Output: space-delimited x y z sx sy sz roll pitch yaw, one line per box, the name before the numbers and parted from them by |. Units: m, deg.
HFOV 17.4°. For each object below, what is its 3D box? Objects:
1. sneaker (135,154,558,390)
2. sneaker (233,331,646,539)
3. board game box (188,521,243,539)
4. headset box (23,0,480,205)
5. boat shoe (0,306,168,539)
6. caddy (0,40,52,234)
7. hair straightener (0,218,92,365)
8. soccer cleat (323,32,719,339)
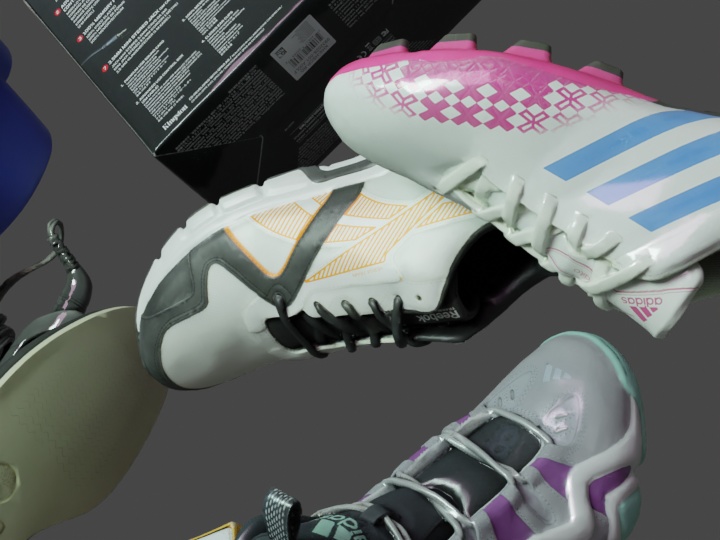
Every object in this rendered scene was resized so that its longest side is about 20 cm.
sneaker | 0.000 0.000 0.895 0.200 0.074 0.080 -29 53 18
sneaker | 0.014 0.090 0.783 0.078 0.140 0.200 19 76 41
board game box | -0.114 0.198 0.876 0.200 0.040 0.153 -22 53 23
headset box | -0.062 -0.135 1.017 0.149 0.075 0.200 -45 48 3
boat shoe | -0.153 0.084 0.925 0.063 0.074 0.201 6 46 46
caddy | -0.240 -0.057 1.072 0.200 0.105 0.141 -40 47 9
hair straightener | -0.175 0.067 0.994 0.077 0.041 0.200 16 79 40
soccer cleat | 0.080 -0.025 0.813 0.200 0.070 0.086 10 71 7
